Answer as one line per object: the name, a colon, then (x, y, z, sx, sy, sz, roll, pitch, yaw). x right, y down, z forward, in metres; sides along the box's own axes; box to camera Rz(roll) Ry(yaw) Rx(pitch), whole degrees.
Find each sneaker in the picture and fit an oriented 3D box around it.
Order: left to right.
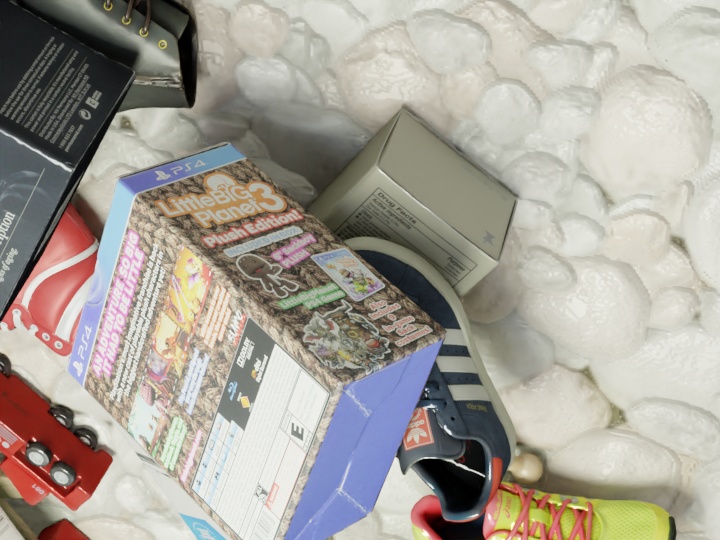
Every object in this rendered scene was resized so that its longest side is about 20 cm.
sneaker: (-0.257, 0.025, 1.235, 0.199, 0.071, 0.113, -31, 108, 32)
sneaker: (-0.163, -0.184, 1.054, 0.105, 0.075, 0.201, 0, 134, 13)
sneaker: (0.036, 0.073, 1.069, 0.075, 0.085, 0.201, -20, 117, 30)
sneaker: (0.123, 0.188, 1.212, 0.198, 0.079, 0.090, -9, 139, 24)

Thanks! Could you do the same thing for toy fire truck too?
toy fire truck: (-0.272, 0.162, 1.357, 0.200, 0.049, 0.141, 42, 129, -13)

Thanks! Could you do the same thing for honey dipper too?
honey dipper: (0.056, 0.114, 1.171, 0.038, 0.038, 0.199, -30, 140, 34)

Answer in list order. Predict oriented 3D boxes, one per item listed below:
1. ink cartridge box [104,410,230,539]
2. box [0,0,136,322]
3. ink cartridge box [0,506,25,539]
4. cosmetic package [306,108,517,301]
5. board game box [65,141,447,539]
ink cartridge box: (-0.112, 0.114, 1.230, 0.116, 0.068, 0.201, 0, 130, 49)
box: (-0.267, -0.076, 1.058, 0.181, 0.104, 0.200, 30, 134, -7)
ink cartridge box: (-0.341, 0.247, 1.389, 0.199, 0.050, 0.162, -21, 108, 42)
cosmetic package: (0.000, 0.000, 1.127, 0.103, 0.073, 0.200, 38, 128, -12)
board game box: (-0.069, 0.050, 1.046, 0.200, 0.097, 0.160, 41, 130, 25)
